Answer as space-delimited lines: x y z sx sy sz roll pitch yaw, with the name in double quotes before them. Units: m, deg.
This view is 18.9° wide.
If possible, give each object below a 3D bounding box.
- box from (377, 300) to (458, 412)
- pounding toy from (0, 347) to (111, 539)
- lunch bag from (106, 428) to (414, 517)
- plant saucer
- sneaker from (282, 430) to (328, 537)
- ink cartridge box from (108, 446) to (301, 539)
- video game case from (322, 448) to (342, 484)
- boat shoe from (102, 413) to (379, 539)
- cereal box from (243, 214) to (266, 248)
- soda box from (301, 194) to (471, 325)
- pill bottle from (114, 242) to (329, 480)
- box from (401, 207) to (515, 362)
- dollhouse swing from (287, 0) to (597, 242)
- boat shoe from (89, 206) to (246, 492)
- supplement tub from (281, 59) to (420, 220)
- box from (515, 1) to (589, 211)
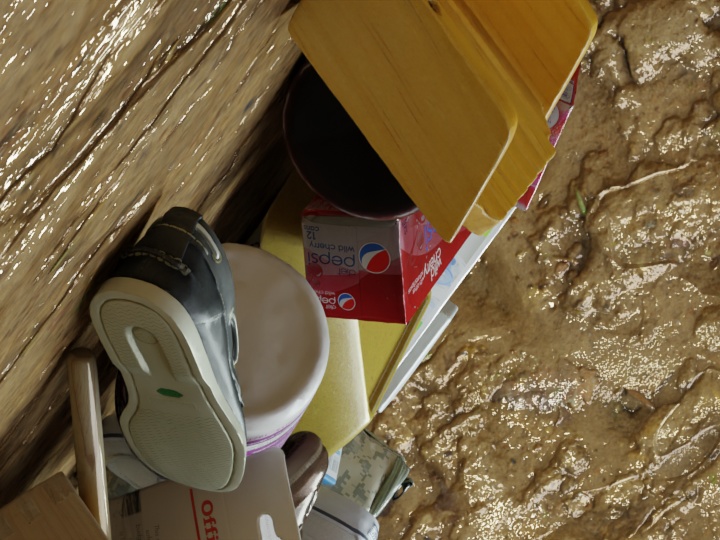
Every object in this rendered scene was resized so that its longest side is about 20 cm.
"box" -0.004 0.034 1.955 0.107 0.152 0.200 -53 177 4
"pounding toy" -0.150 0.182 1.136 0.142 0.200 0.184 -32 166 -19
"lunch bag" -0.082 0.148 1.570 0.168 0.200 0.139 -52 -175 -7
"plant saucer" 0.000 0.000 1.413 0.200 0.048 0.201 -62 153 -49
"sneaker" -0.071 0.189 1.353 0.200 0.075 0.071 -50 -169 15
"ink cartridge box" -0.099 0.183 1.257 0.199 0.117 0.068 -21 162 28
"video game case" -0.024 0.034 1.464 0.143 0.018 0.202 46 54 -68
"boat shoe" -0.095 0.166 1.420 0.075 0.201 0.086 105 9 -62
"cereal box" -0.025 -0.059 1.574 0.200 0.039 0.144 -53 177 -18
"soda box" 0.028 -0.042 1.308 0.200 0.063 0.071 -51 141 -58
"pill bottle" -0.088 0.067 1.283 0.112 0.112 0.200 -52 177 -22
"box" 0.021 -0.026 1.736 0.200 0.112 0.101 -53 -156 8
"dollhouse swing" 0.085 -0.153 1.069 0.175 0.182 0.200 -35 -175 25
"boat shoe" -0.086 0.048 1.108 0.201 0.071 0.068 84 23 -53
"supplement tub" 0.037 -0.112 1.248 0.107 0.107 0.200 -55 177 33
"box" 0.104 -0.142 1.608 0.200 0.099 0.096 -73 -174 -60
